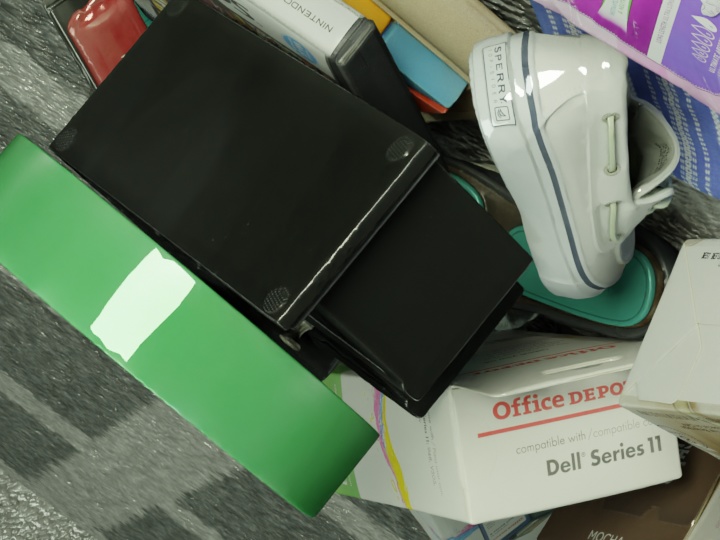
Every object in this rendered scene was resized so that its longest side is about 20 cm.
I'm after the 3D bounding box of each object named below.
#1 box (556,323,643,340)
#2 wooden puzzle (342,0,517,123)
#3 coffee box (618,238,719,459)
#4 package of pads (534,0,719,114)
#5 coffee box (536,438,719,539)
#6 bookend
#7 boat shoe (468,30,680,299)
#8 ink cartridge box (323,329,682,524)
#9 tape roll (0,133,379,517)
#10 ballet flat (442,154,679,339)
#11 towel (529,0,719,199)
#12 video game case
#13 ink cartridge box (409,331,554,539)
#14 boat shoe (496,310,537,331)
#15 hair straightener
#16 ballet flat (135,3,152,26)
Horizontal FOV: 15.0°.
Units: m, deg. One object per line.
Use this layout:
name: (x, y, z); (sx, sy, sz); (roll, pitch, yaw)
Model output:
box: (0.193, 0.092, 1.403); (0.199, 0.050, 0.199); (31, 165, 15)
wooden puzzle: (-0.020, -0.122, 1.215); (0.185, 0.037, 0.200); (39, 169, -12)
coffee box: (0.224, 0.064, 1.120); (0.199, 0.080, 0.114); (28, 170, -23)
package of pads: (0.108, -0.119, 0.910); (0.200, 0.076, 0.121); (33, 162, 9)
coffee box: (0.200, 0.162, 1.358); (0.200, 0.080, 0.113); (41, 164, -27)
bookend: (0.000, 0.000, 1.157); (0.200, 0.092, 0.199); (43, 175, -40)
boat shoe: (0.098, -0.039, 1.107); (0.066, 0.074, 0.200); (-8, 162, 13)
ink cartridge box: (0.071, 0.072, 1.286); (0.200, 0.117, 0.068); (-178, 78, -67)
tape roll: (-0.082, 0.024, 1.154); (0.200, 0.048, 0.200); (40, 176, 3)
ballet flat: (0.074, -0.013, 1.310); (0.199, 0.073, 0.073); (19, 158, 31)
towel: (0.154, -0.056, 1.094); (0.199, 0.024, 0.145); (27, 161, 29)
video game case: (-0.050, -0.111, 1.214); (0.180, 0.026, 0.200); (36, 173, 19)
ink cartridge box: (0.042, 0.077, 1.521); (0.146, 0.087, 0.200); (53, 173, 29)
boat shoe: (0.010, -0.031, 1.386); (0.202, 0.065, 0.074); (42, 163, -21)
hair straightener: (-0.100, -0.074, 1.349); (0.077, 0.041, 0.200); (45, 172, 50)
ballet flat: (-0.092, -0.111, 1.407); (0.063, 0.068, 0.200); (59, -179, 42)
